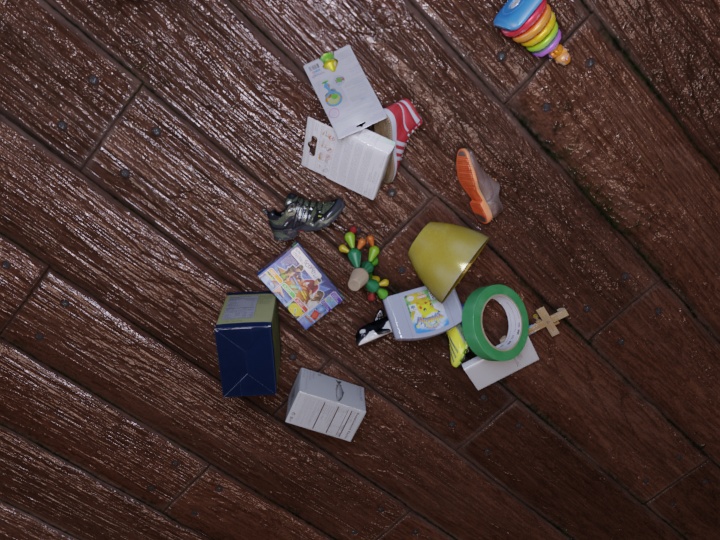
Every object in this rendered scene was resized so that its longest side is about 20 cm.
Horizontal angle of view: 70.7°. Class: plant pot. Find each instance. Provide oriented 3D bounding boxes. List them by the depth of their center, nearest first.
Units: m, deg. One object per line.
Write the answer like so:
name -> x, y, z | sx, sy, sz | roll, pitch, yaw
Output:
plant pot -> 0.204, -0.039, 1.268 | 0.142, 0.200, 0.200 | 36, 109, 12

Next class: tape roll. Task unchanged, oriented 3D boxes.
tape roll -> 0.359, 0.139, 1.348 | 0.200, 0.048, 0.201 | 5, 79, -29

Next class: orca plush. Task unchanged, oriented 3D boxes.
orca plush -> 0.073, 0.134, 1.382 | 0.199, 0.105, 0.071 | -24, 81, 10

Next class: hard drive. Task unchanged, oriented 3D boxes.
hard drive -> 0.403, 0.262, 1.458 | 0.200, 0.027, 0.132 | -30, 131, 9

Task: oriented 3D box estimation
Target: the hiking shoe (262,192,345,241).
hiking shoe -> -0.139, -0.147, 1.246 | 0.199, 0.076, 0.101 | -22, 116, 7

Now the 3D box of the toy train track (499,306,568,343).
toy train track -> 0.487, 0.156, 1.439 | 0.200, 0.033, 0.115 | -31, 118, 15

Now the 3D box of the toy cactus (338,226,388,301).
toy cactus -> 0.000, 0.000, 1.277 | 0.102, 0.165, 0.201 | -12, 110, 24

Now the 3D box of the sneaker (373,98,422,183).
sneaker -> 0.087, -0.305, 1.196 | 0.112, 0.071, 0.200 | -41, 151, -28

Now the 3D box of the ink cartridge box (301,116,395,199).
ink cartridge box -> -0.033, -0.268, 1.180 | 0.199, 0.050, 0.161 | 28, 147, 5

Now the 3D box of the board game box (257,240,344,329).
board game box -> -0.154, 0.040, 1.333 | 0.135, 0.034, 0.200 | -38, 110, 0

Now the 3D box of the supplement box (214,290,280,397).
supplement box -> -0.282, 0.183, 1.309 | 0.134, 0.200, 0.201 | -2, 113, -4

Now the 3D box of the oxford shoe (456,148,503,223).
oxford shoe -> 0.296, -0.219, 1.256 | 0.073, 0.071, 0.200 | -33, 117, -11

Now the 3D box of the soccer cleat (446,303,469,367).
soccer cleat -> 0.270, 0.180, 1.427 | 0.083, 0.065, 0.201 | 15, 119, 23

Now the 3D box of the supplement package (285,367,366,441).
supplement package -> -0.098, 0.382, 1.449 | 0.199, 0.117, 0.118 | 20, 110, -12

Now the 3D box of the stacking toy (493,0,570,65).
stacking toy -> 0.399, -0.520, 1.120 | 0.200, 0.116, 0.110 | 31, 109, -30

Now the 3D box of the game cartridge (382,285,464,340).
game cartridge -> 0.171, 0.110, 1.338 | 0.199, 0.040, 0.134 | -16, 77, -10

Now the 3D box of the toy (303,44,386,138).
toy -> -0.034, -0.388, 1.123 | 0.115, 0.047, 0.201 | -25, 79, -1
